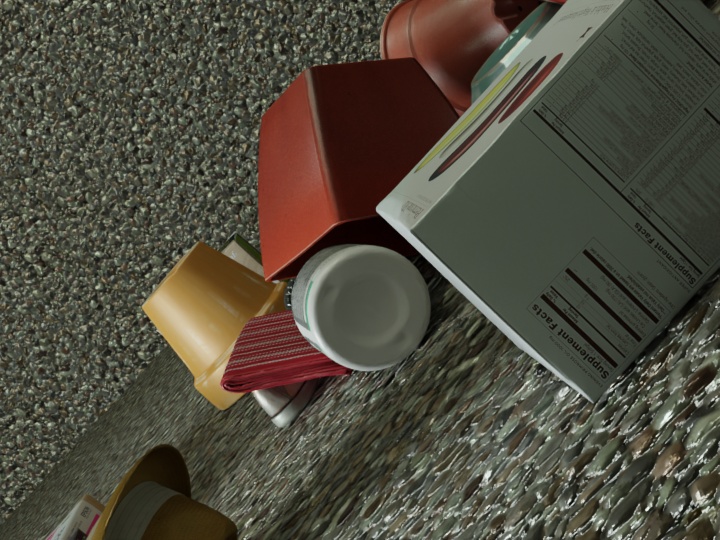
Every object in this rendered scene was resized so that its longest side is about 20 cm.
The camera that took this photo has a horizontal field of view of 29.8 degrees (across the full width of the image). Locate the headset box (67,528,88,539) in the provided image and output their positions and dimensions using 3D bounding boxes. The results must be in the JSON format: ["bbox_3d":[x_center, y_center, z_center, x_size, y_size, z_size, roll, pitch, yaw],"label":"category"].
[{"bbox_3d":[-0.357,0.396,1.562,0.149,0.075,0.200,-48,8,2],"label":"headset box"}]

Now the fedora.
[{"bbox_3d":[-0.147,0.234,1.061,0.201,0.082,0.201,11,-90,-77],"label":"fedora"}]

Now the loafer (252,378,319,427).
[{"bbox_3d":[-0.075,0.101,1.504,0.072,0.063,0.200,-44,9,21],"label":"loafer"}]

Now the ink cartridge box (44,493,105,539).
[{"bbox_3d":[-0.402,0.404,1.777,0.165,0.075,0.200,-48,7,9],"label":"ink cartridge box"}]

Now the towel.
[{"bbox_3d":[-0.068,0.079,1.457,0.144,0.023,0.200,-10,16,7],"label":"towel"}]

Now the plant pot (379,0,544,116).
[{"bbox_3d":[0.163,-0.308,1.783,0.195,0.201,0.201,-26,22,49],"label":"plant pot"}]

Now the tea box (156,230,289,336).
[{"bbox_3d":[-0.230,0.054,2.301,0.200,0.134,0.197,-48,7,3],"label":"tea box"}]

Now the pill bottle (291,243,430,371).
[{"bbox_3d":[-0.006,0.031,1.290,0.113,0.113,0.200,-49,9,-4],"label":"pill bottle"}]

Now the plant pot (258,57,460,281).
[{"bbox_3d":[-0.002,-0.113,1.421,0.200,0.177,0.200,-11,-13,-29],"label":"plant pot"}]

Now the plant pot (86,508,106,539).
[{"bbox_3d":[-0.200,0.266,1.112,0.200,0.027,0.201,11,-90,-77],"label":"plant pot"}]

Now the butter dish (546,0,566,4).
[{"bbox_3d":[0.245,-0.343,1.307,0.200,0.199,0.148,-57,-22,-49],"label":"butter dish"}]

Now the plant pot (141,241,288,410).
[{"bbox_3d":[-0.201,0.064,1.918,0.200,0.183,0.200,-47,8,9],"label":"plant pot"}]

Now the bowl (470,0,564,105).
[{"bbox_3d":[0.186,-0.193,1.357,0.201,0.105,0.201,-47,7,8],"label":"bowl"}]

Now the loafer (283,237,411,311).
[{"bbox_3d":[0.000,0.000,1.596,0.200,0.073,0.071,-34,-16,15],"label":"loafer"}]

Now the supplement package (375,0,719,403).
[{"bbox_3d":[0.135,-0.056,0.824,0.200,0.147,0.191,-47,8,0],"label":"supplement package"}]
